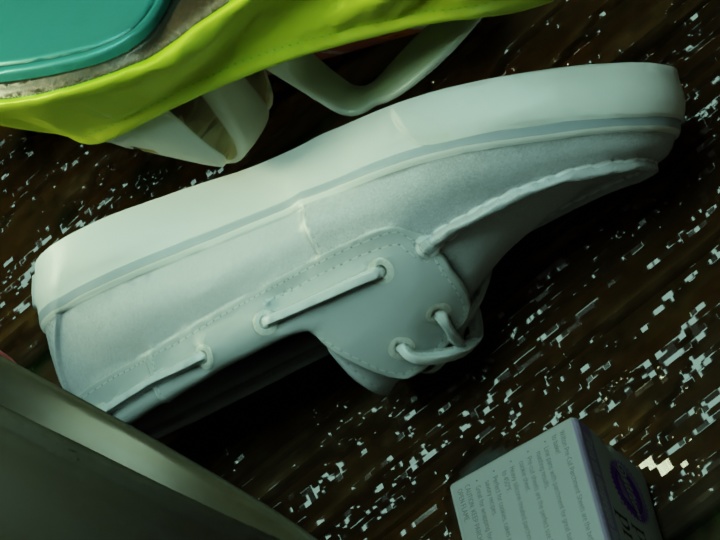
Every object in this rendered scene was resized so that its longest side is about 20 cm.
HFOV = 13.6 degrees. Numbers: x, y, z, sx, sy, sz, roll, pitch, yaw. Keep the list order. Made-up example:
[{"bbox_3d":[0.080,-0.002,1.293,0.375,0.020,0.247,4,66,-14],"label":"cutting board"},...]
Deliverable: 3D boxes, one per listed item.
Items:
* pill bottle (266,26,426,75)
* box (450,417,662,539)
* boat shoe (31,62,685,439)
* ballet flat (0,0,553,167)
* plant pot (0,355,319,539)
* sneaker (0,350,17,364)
[{"bbox_3d":[-0.064,-0.105,0.892,0.199,0.112,0.113,-14,56,33],"label":"pill bottle"},{"bbox_3d":[0.065,0.128,0.691,0.041,0.039,0.201,-31,48,19],"label":"box"},{"bbox_3d":[0.000,0.000,0.811,0.199,0.072,0.069,-18,79,19],"label":"boat shoe"},{"bbox_3d":[-0.032,-0.063,0.791,0.199,0.067,0.067,-19,33,35],"label":"ballet flat"},{"bbox_3d":[-0.130,0.099,0.726,0.200,0.200,0.174,27,89,46],"label":"plant pot"},{"bbox_3d":[-0.131,0.122,0.853,0.087,0.073,0.201,149,133,-67],"label":"sneaker"}]
